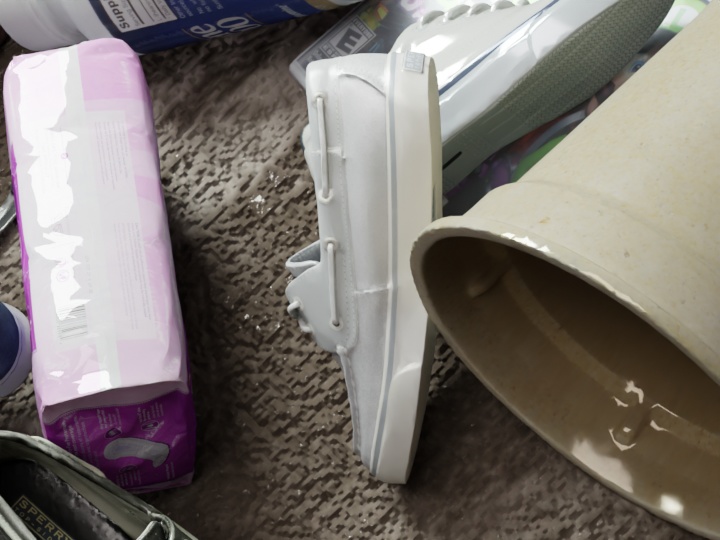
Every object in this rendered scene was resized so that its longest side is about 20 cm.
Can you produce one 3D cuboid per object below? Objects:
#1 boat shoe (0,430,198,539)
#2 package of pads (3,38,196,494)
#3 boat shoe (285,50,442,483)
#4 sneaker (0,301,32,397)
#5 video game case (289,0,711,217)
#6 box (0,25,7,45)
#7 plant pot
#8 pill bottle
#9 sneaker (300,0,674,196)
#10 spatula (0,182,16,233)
[{"bbox_3d":[-0.100,0.145,0.946,0.200,0.064,0.071,34,58,7],"label":"boat shoe"},{"bbox_3d":[-0.128,0.000,1.025,0.075,0.121,0.201,-8,61,-6],"label":"package of pads"},{"bbox_3d":[0.000,0.000,0.955,0.068,0.072,0.201,3,112,8],"label":"boat shoe"},{"bbox_3d":[-0.274,0.045,1.006,0.202,0.146,0.077,-21,73,6],"label":"sneaker"},{"bbox_3d":[0.086,-0.097,1.041,0.182,0.023,0.200,-41,58,1],"label":"video game case"},{"bbox_3d":[-0.294,-0.183,1.155,0.164,0.166,0.200,20,75,28],"label":"box"},{"bbox_3d":[0.153,-0.016,0.893,0.200,0.201,0.184,29,69,30],"label":"plant pot"},{"bbox_3d":[-0.094,-0.174,1.096,0.199,0.111,0.111,-10,63,25],"label":"pill bottle"},{"bbox_3d":[0.055,-0.098,0.998,0.200,0.073,0.071,-34,66,6],"label":"sneaker"},{"bbox_3d":[-0.195,-0.030,1.129,0.056,0.021,0.200,30,80,31],"label":"spatula"}]
